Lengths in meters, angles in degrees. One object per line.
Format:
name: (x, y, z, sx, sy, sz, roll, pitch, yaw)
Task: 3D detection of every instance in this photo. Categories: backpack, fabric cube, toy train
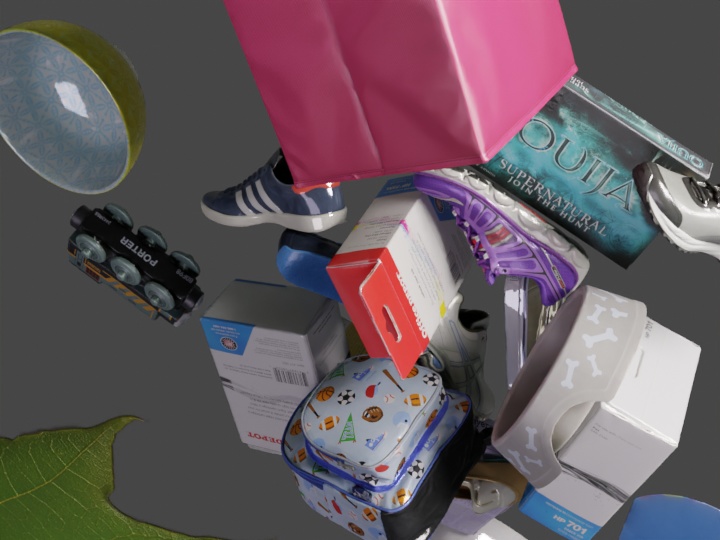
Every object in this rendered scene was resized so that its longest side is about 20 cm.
backpack: (0.011, 0.184, 1.037, 0.189, 0.200, 0.155, 6, 128, 39)
fabric cube: (0.032, -0.207, 0.800, 0.198, 0.196, 0.201, -4, 118, 37)
toy train: (-0.292, -0.005, 1.276, 0.199, 0.086, 0.114, 35, 148, -2)

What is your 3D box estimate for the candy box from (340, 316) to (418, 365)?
candy box: (-0.027, 0.121, 1.231, 0.198, 0.057, 0.117, 29, 137, 9)

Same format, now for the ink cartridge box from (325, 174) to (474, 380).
ink cartridge box: (0.037, 0.004, 0.988, 0.067, 0.201, 0.117, -6, 123, 35)

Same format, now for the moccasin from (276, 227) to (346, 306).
moccasin: (0.000, 0.000, 1.096, 0.199, 0.069, 0.080, 30, 121, -28)

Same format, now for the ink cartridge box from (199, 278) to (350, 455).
ink cartridge box: (-0.088, 0.121, 1.167, 0.145, 0.086, 0.202, 7, 130, 27)

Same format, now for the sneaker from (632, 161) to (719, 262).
sneaker: (0.312, -0.050, 0.846, 0.198, 0.074, 0.079, 24, 127, -26)

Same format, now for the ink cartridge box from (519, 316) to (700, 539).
ink cartridge box: (0.255, 0.164, 1.016, 0.085, 0.147, 0.201, 30, 136, 5)

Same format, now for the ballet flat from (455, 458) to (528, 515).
ballet flat: (0.118, 0.254, 1.142, 0.197, 0.064, 0.069, 5, 137, 5)

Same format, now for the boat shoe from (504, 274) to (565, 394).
boat shoe: (0.193, 0.085, 1.055, 0.061, 0.072, 0.202, 6, 127, 26)

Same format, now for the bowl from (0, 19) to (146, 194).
bowl: (-0.311, -0.199, 1.098, 0.198, 0.108, 0.202, 17, 134, 19)

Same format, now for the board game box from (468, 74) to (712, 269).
board game box: (0.205, -0.102, 0.919, 0.199, 0.028, 0.136, 33, 136, 3)

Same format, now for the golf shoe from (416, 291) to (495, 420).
golf shoe: (0.120, 0.095, 1.107, 0.200, 0.097, 0.078, 48, -179, -44)

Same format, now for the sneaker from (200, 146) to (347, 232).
sneaker: (-0.100, -0.095, 1.092, 0.198, 0.075, 0.086, 5, 110, 33)

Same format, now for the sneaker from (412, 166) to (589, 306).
sneaker: (0.129, -0.036, 0.964, 0.199, 0.081, 0.084, 36, 100, 0)

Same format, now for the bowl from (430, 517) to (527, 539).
bowl: (0.158, 0.429, 1.365, 0.199, 0.075, 0.200, 33, 137, 1)

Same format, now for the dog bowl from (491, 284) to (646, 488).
dog bowl: (0.191, 0.103, 0.931, 0.058, 0.201, 0.201, 30, 136, 3)

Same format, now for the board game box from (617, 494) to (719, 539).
board game box: (0.390, 0.332, 1.168, 0.157, 0.039, 0.202, 23, 130, 20)

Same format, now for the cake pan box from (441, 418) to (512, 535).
cake pan box: (0.107, 0.246, 1.219, 0.182, 0.053, 0.201, 23, 136, -11)
